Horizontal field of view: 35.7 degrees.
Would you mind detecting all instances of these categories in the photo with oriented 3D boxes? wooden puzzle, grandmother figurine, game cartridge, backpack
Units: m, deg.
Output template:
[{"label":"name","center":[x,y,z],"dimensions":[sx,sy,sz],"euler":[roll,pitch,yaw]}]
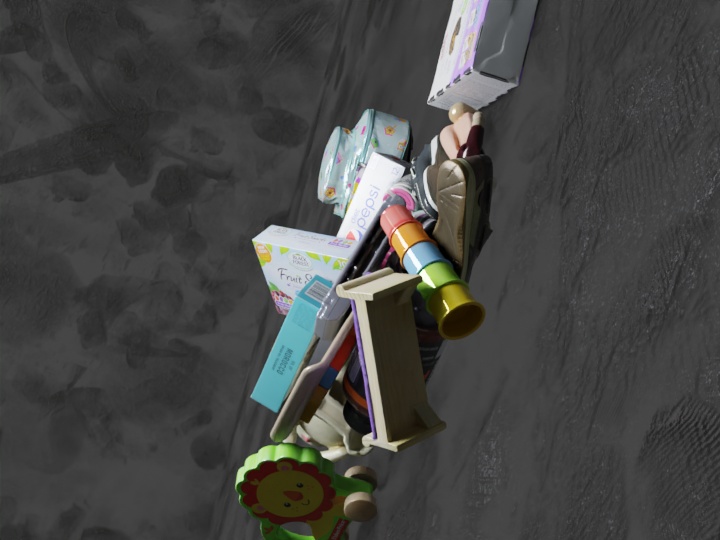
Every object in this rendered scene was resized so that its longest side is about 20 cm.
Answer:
[{"label":"wooden puzzle","center":[-0.037,0.124,1.494],"dimensions":[0.200,0.037,0.185],"euler":[-51,-7,-43]},{"label":"grandmother figurine","center":[0.139,-0.143,1.448],"dimensions":[0.200,0.060,0.122],"euler":[-90,-3,-63]},{"label":"game cartridge","center":[0.000,0.000,1.532],"dimensions":[0.200,0.041,0.133],"euler":[-59,-9,-16]},{"label":"backpack","center":[0.010,-0.182,1.940],"dimensions":[0.176,0.153,0.200],"euler":[-127,60,-83]}]

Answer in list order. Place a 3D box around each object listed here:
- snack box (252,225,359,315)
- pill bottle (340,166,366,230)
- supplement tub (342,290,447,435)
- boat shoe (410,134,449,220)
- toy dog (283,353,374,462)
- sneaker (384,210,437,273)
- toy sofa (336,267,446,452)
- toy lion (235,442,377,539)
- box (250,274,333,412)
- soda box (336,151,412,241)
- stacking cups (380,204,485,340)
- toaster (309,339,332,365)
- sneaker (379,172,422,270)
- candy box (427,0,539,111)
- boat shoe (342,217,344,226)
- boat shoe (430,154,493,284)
[{"label":"snack box","center":[-0.061,0.014,1.700],"dimensions":[0.053,0.200,0.142],"euler":[-40,-53,-37]},{"label":"pill bottle","center":[0.020,-0.060,1.817],"dimensions":[0.104,0.104,0.200],"euler":[-120,47,-75]},{"label":"supplement tub","center":[0.041,0.120,1.439],"dimensions":[0.107,0.107,0.200],"euler":[-90,18,-57]},{"label":"boat shoe","center":[0.102,-0.116,1.537],"dimensions":[0.060,0.076,0.200],"euler":[-41,14,26]},{"label":"toy dog","center":[-0.045,0.202,1.693],"dimensions":[0.194,0.139,0.200],"euler":[-65,6,-25]},{"label":"sneaker","center":[0.070,0.015,1.520],"dimensions":[0.140,0.078,0.200],"euler":[-145,71,-80]},{"label":"toy sofa","center":[0.027,0.103,1.307],"dimensions":[0.097,0.083,0.201],"euler":[6,110,49]},{"label":"toy lion","center":[-0.084,0.323,1.549],"dimensions":[0.069,0.191,0.200],"euler":[-88,16,-52]},{"label":"box","center":[-0.095,0.108,1.650],"dimensions":[0.200,0.049,0.082],"euler":[-64,-7,30]},{"label":"soda box","center":[0.019,-0.079,1.721],"dimensions":[0.068,0.063,0.200],"euler":[-3,-61,-63]},{"label":"stacking cups","center":[0.083,-0.005,1.342],"dimensions":[0.200,0.060,0.061],"euler":[63,140,43]},{"label":"toaster","center":[-0.045,0.117,1.859],"dimensions":[0.181,0.118,0.200],"euler":[-96,24,-61]},{"label":"sneaker","center":[0.071,-0.069,1.665],"dimensions":[0.087,0.074,0.200],"euler":[-49,-24,-37]},{"label":"candy box","center":[0.168,-0.315,1.513],"dimensions":[0.200,0.071,0.168],"euler":[161,124,-77]},{"label":"boat shoe","center":[-0.005,-0.042,2.028],"dimensions":[0.200,0.065,0.072],"euler":[-91,21,-55]},{"label":"boat shoe","center":[0.129,-0.050,1.351],"dimensions":[0.073,0.065,0.200],"euler":[50,148,39]}]
